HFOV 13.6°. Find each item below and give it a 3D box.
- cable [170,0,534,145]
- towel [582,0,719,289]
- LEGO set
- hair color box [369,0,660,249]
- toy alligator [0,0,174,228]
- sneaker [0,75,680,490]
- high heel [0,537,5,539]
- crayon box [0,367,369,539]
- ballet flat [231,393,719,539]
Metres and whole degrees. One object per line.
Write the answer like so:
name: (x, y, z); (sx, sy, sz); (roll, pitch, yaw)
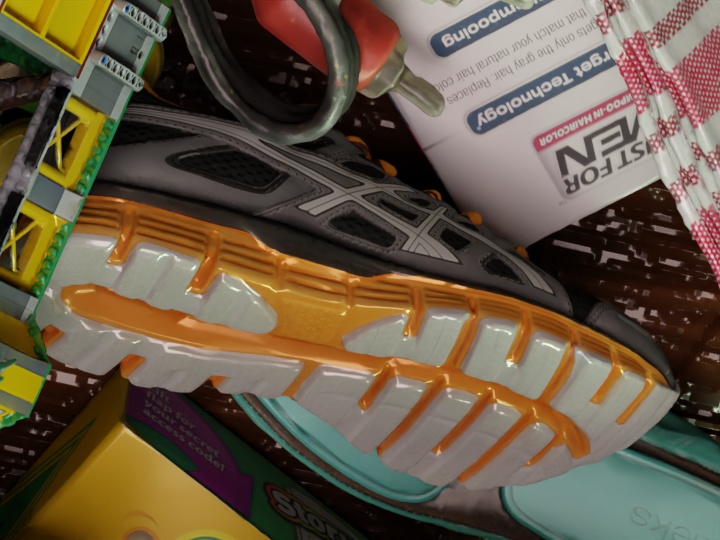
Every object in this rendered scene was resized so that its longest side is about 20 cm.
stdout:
cable: (-0.048, -0.109, 0.801); (0.200, 0.050, 0.097); (33, 106, 0)
towel: (0.103, -0.103, 0.815); (0.030, 0.146, 0.200); (-5, 120, 46)
LEGO set: (-0.153, -0.052, 0.748); (0.200, 0.116, 0.154); (32, 90, 26)
hair color box: (0.032, -0.113, 0.843); (0.100, 0.061, 0.200); (-26, 110, 15)
toy alligator: (-0.106, -0.038, 0.880); (0.054, 0.059, 0.200); (31, 111, -11)
sneaker: (0.000, 0.000, 0.832); (0.199, 0.077, 0.078); (20, 137, -20)
high heel: (-0.139, 0.061, 0.882); (0.200, 0.067, 0.096); (50, 131, 11)
crayon box: (-0.051, 0.155, 0.963); (0.200, 0.058, 0.173); (38, 109, -14)
ballet flat: (0.035, 0.048, 0.907); (0.200, 0.070, 0.068); (29, 91, -8)
